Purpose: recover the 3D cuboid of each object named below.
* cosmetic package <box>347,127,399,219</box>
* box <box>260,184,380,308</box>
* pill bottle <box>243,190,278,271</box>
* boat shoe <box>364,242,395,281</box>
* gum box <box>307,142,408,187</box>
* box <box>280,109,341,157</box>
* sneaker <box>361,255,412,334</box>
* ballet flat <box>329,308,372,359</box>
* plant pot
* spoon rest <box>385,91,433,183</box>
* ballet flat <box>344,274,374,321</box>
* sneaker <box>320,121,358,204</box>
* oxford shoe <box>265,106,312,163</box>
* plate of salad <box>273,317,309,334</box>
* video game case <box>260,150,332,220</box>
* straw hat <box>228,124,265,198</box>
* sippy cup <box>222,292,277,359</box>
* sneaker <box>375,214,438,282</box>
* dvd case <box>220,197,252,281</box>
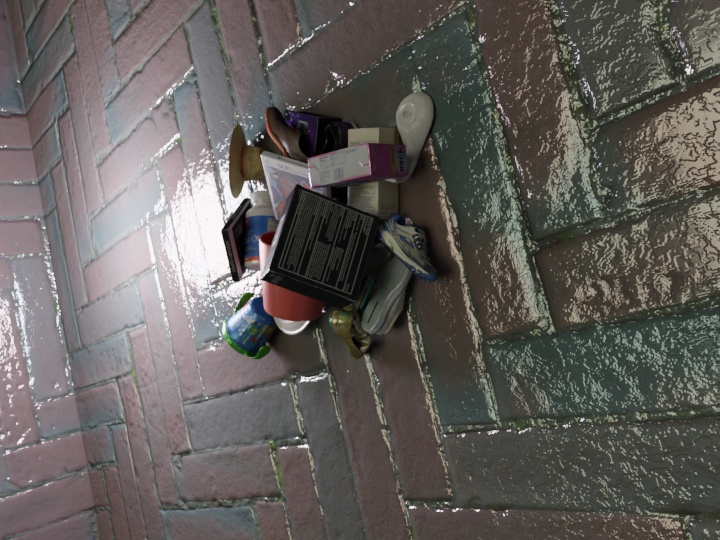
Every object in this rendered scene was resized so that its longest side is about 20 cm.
[{"bbox_3d":[0.029,-0.217,1.579,0.105,0.071,0.202,11,103,46],"label":"cosmetic package"},{"bbox_3d":[-0.088,-0.046,1.516,0.123,0.197,0.201,148,141,-70],"label":"box"},{"bbox_3d":[-0.252,-0.104,1.860,0.112,0.112,0.202,-12,74,47],"label":"pill bottle"},{"bbox_3d":[-0.002,-0.004,1.628,0.202,0.086,0.075,-34,70,44],"label":"boat shoe"},{"bbox_3d":[-0.011,-0.219,1.485,0.199,0.113,0.067,-4,92,46],"label":"gum box"},{"bbox_3d":[-0.130,-0.287,1.742,0.141,0.078,0.202,22,111,46],"label":"box"},{"bbox_3d":[0.071,0.052,1.572,0.073,0.071,0.201,35,98,41],"label":"sneaker"},{"bbox_3d":[-0.009,0.150,1.615,0.070,0.200,0.071,-10,55,15],"label":"ballet flat"},{"bbox_3d":[-0.152,0.015,1.683,0.200,0.199,0.179,25,113,43],"label":"plant pot"},{"bbox_3d":[0.104,-0.284,1.511,0.099,0.060,0.202,21,97,43],"label":"spoon rest"},{"bbox_3d":[-0.010,0.064,1.601,0.063,0.068,0.200,22,152,8],"label":"ballet flat"},{"bbox_3d":[-0.063,-0.251,1.663,0.075,0.087,0.202,16,107,45],"label":"sneaker"},{"bbox_3d":[-0.165,-0.318,1.682,0.072,0.071,0.201,-33,76,25],"label":"oxford shoe"},{"bbox_3d":[-0.167,0.068,1.840,0.199,0.048,0.202,-10,76,47],"label":"plate of salad"},{"bbox_3d":[-0.143,-0.176,1.663,0.181,0.023,0.201,21,141,26],"label":"video game case"},{"bbox_3d":[-0.296,-0.292,1.909,0.084,0.201,0.203,4,101,3],"label":"straw hat"},{"bbox_3d":[-0.292,0.146,1.941,0.178,0.140,0.130,47,119,5],"label":"sippy cup"},{"bbox_3d":[0.109,-0.056,1.499,0.085,0.077,0.200,-44,53,2],"label":"sneaker"},{"bbox_3d":[-0.316,-0.085,1.873,0.025,0.200,0.151,-2,119,12],"label":"dvd case"}]
